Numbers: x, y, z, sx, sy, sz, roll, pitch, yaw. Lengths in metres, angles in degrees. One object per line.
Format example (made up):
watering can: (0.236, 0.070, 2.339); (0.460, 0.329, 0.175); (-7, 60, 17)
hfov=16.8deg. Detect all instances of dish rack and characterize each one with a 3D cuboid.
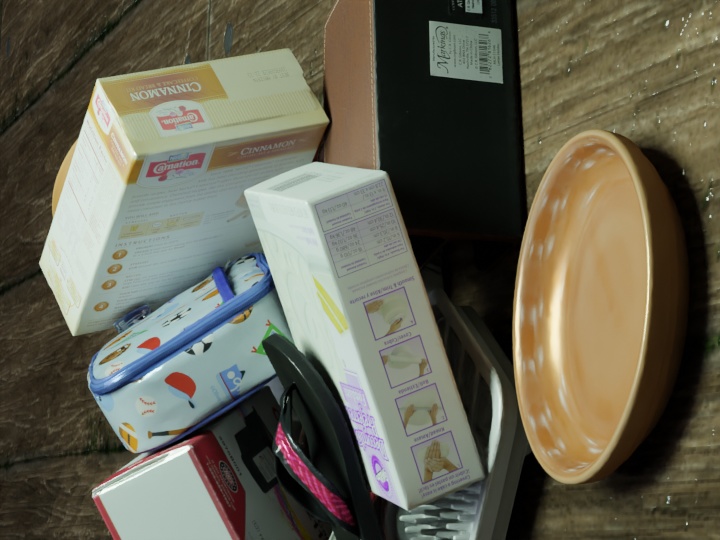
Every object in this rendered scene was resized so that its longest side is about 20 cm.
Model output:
dish rack: (0.066, 0.130, 1.576); (0.172, 0.043, 0.202); (-122, 40, -61)

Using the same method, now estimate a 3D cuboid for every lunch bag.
lunch bag: (-0.107, 0.050, 1.671); (0.076, 0.160, 0.200); (56, 179, -9)

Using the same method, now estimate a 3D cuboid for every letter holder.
letter holder: (0.037, -0.095, 1.638); (0.142, 0.100, 0.202); (130, 141, -65)

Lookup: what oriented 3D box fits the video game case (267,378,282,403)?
video game case: (-0.064, -0.011, 1.908); (0.200, 0.023, 0.184); (-79, -14, -77)

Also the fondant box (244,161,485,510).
fondant box: (0.001, 0.037, 1.521); (0.201, 0.058, 0.144); (71, 165, -10)

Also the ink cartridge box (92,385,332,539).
ink cartridge box: (-0.088, 0.175, 1.668); (0.147, 0.082, 0.200); (62, -164, -2)

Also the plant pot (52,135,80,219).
plant pot: (-0.146, -0.039, 2.078); (0.140, 0.199, 0.201); (54, 138, 41)

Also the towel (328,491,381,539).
towel: (-0.017, 0.234, 1.649); (0.145, 0.023, 0.201); (94, -166, -47)

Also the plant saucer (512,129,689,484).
plant saucer: (0.138, 0.021, 1.387); (0.200, 0.037, 0.202); (-175, 90, -73)

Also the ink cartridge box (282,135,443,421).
ink cartridge box: (0.000, 0.000, 1.749); (0.144, 0.083, 0.202); (135, 137, -65)

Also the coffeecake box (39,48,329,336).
coffeecake box: (-0.127, -0.054, 1.722); (0.073, 0.152, 0.201); (61, 146, 28)

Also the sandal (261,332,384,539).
sandal: (-0.025, 0.137, 1.546); (0.201, 0.045, 0.075); (70, 165, -9)

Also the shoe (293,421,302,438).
shoe: (-0.114, 0.156, 1.967); (0.072, 0.090, 0.201); (52, -124, -65)
